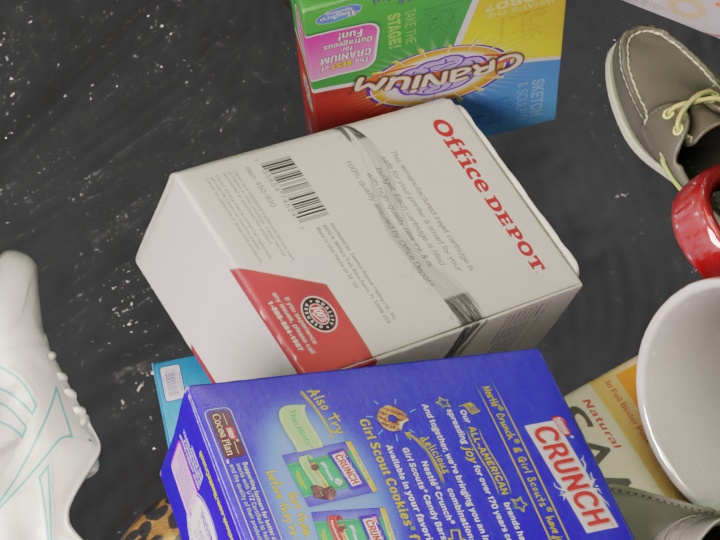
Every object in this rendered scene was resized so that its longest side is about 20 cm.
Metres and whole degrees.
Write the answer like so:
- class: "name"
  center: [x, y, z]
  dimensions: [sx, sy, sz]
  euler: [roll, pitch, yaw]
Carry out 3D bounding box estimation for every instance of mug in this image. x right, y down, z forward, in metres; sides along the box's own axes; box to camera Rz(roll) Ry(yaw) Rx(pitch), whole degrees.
- class: "mug"
  center: [0.258, 0.026, 1.121]
  dimensions: [0.200, 0.178, 0.133]
  euler: [-17, 16, -41]

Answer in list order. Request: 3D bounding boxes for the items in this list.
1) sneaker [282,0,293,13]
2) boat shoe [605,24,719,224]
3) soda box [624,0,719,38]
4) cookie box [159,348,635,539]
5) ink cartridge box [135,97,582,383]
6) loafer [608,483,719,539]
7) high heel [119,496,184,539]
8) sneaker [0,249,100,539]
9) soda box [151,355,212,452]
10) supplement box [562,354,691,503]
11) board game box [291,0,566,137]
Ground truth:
- class: "sneaker"
  center: [-0.019, -0.249, 1.343]
  dimensions: [0.090, 0.078, 0.201]
  euler: [-4, 67, -7]
- class: "boat shoe"
  center: [0.210, -0.072, 1.257]
  dimensions: [0.072, 0.060, 0.202]
  euler: [-25, 67, -9]
- class: "soda box"
  center: [0.259, -0.167, 1.269]
  dimensions: [0.199, 0.068, 0.064]
  euler: [21, 68, -4]
- class: "cookie box"
  center: [0.024, 0.133, 1.033]
  dimensions: [0.199, 0.075, 0.171]
  euler: [-4, 49, -25]
- class: "ink cartridge box"
  center: [0.000, 0.000, 1.183]
  dimensions: [0.200, 0.083, 0.147]
  euler: [-17, 62, -35]
- class: "loafer"
  center: [0.176, 0.144, 1.039]
  dimensions: [0.200, 0.070, 0.070]
  euler: [20, 54, 44]
- class: "high heel"
  center: [-0.033, 0.193, 1.062]
  dimensions: [0.142, 0.071, 0.200]
  euler: [-20, 66, -28]
- class: "sneaker"
  center: [-0.188, 0.087, 1.208]
  dimensions: [0.080, 0.070, 0.201]
  euler: [1, 71, -7]
- class: "soda box"
  center: [-0.064, 0.146, 1.167]
  dimensions: [0.064, 0.068, 0.201]
  euler: [-11, 66, -4]
- class: "supplement box"
  center: [0.109, 0.147, 1.155]
  dimensions: [0.200, 0.074, 0.126]
  euler: [-29, 68, -10]
- class: "board game box"
  center: [0.040, -0.132, 1.217]
  dimensions: [0.153, 0.200, 0.040]
  euler: [-15, 66, -4]
